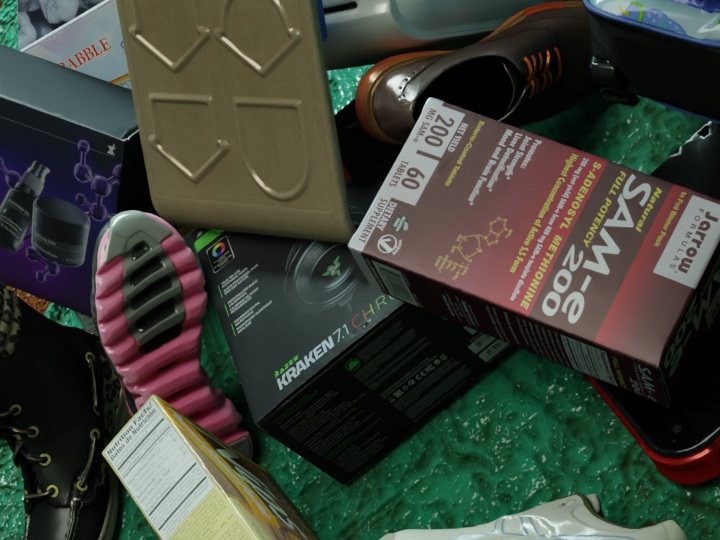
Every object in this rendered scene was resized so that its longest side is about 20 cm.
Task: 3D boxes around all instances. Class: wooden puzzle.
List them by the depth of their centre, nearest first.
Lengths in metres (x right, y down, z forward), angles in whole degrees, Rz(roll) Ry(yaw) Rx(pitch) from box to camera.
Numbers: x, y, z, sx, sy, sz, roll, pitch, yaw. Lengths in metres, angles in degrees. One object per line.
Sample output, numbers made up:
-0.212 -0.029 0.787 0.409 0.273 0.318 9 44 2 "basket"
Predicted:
-0.075 -0.118 1.524 0.046 0.201 0.185 -27 23 -38 "wooden puzzle"

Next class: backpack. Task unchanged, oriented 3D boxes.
0.237 -0.194 1.408 0.182 0.147 0.200 18 62 18 "backpack"

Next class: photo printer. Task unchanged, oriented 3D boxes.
0.014 -0.171 1.591 0.166 0.200 0.070 -7 94 39 "photo printer"

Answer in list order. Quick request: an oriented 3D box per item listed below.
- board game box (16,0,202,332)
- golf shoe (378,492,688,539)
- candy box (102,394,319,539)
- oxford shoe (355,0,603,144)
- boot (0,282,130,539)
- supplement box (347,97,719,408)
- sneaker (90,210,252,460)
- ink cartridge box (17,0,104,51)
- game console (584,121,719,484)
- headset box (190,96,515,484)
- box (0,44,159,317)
-0.161 -0.082 1.697 0.199 0.200 0.041 -24 10 31 "board game box"
0.099 0.167 1.373 0.199 0.078 0.097 9 52 41 "golf shoe"
-0.068 0.168 1.480 0.055 0.115 0.200 -48 40 4 "candy box"
0.100 -0.117 1.503 0.199 0.071 0.072 -21 17 -20 "oxford shoe"
-0.231 0.115 1.644 0.073 0.154 0.204 -11 56 39 "boot"
0.106 -0.012 1.390 0.199 0.061 0.109 21 72 23 "supplement box"
-0.136 0.052 1.595 0.079 0.201 0.095 -20 20 -18 "sneaker"
-0.146 -0.166 1.703 0.199 0.199 0.043 11 27 19 "ink cartridge box"
0.202 0.013 1.408 0.177 0.031 0.200 -42 41 5 "game console"
0.000 0.000 1.556 0.174 0.093 0.200 -38 41 16 "headset box"
-0.237 -0.070 1.669 0.199 0.079 0.142 19 117 17 "box"
